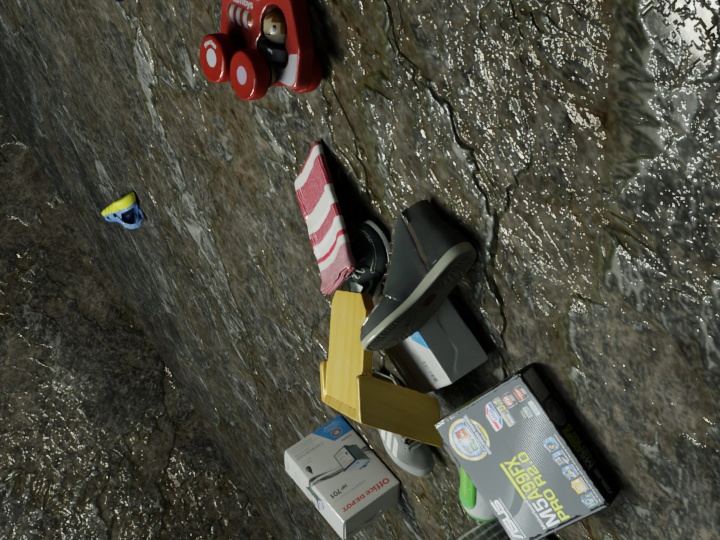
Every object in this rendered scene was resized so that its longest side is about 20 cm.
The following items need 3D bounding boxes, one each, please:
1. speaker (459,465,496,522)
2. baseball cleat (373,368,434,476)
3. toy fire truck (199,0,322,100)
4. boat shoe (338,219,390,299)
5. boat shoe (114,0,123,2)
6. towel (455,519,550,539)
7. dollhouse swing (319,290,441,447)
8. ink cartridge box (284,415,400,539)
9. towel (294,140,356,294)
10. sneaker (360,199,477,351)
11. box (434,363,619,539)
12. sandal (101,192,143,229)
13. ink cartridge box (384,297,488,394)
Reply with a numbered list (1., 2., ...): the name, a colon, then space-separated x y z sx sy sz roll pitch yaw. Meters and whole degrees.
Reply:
1. speaker: 0.186 0.286 1.434 0.088 0.088 0.200 41 152 35
2. baseball cleat: 0.062 0.260 1.676 0.200 0.070 0.107 52 157 13
3. toy fire truck: -0.130 -0.327 1.309 0.200 0.112 0.168 34 129 43
4. boat shoe: 0.000 0.000 1.489 0.076 0.060 0.200 47 155 25
5. boat shoe: -0.459 -0.560 1.715 0.062 0.075 0.200 44 155 35
6. towel: 0.210 0.451 1.447 0.165 0.200 0.086 33 142 47
7. dollhouse swing: 0.038 0.139 1.450 0.181 0.176 0.200 19 175 -17
8. ink cartridge box: -0.037 0.414 1.973 0.200 0.146 0.086 43 151 31
9. towel: -0.057 -0.075 1.480 0.144 0.023 0.201 129 128 -66
10. sneaker: 0.056 0.009 1.281 0.075 0.200 0.106 17 -149 -54
11. box: 0.214 0.245 1.281 0.160 0.044 0.200 -38 83 35
12. sandal: -0.620 -0.143 2.571 0.087 0.079 0.200 59 159 -10
13. ink cartridge box: 0.097 0.108 1.404 0.115 0.068 0.200 57 163 5
